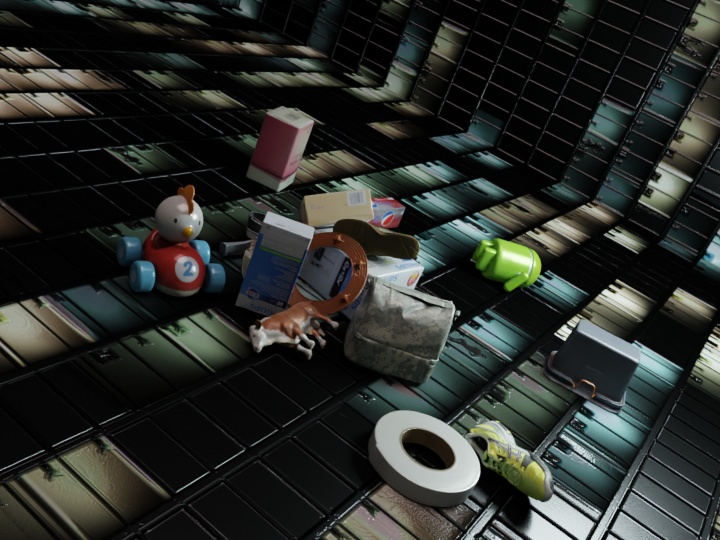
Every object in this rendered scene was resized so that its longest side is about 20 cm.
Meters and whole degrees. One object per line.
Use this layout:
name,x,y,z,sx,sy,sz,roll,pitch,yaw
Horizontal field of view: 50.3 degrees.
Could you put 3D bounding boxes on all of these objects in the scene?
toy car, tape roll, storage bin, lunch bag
toy car,-0.361,-0.070,1.524,0.184,0.201,0.177,2,32,-36
tape roll,0.110,0.323,1.332,0.202,0.037,0.203,19,26,-9
storage bin,0.546,0.216,1.780,0.199,0.135,0.146,28,26,13
lunch bag,0.083,0.114,1.563,0.199,0.168,0.140,20,25,-5

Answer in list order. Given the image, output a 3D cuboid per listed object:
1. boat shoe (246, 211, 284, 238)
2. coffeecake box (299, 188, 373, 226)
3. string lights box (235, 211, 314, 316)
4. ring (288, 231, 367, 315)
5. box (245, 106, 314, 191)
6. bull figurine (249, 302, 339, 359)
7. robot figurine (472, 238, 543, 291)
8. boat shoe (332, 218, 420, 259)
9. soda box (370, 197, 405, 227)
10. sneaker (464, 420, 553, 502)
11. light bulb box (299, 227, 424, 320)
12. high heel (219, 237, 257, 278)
boat shoe,-0.184,-0.093,1.819,0.199,0.068,0.072,20,27,26
coffeecake box,-0.062,-0.139,1.821,0.153,0.074,0.200,-8,0,-8
string lights box,-0.174,-0.006,1.551,0.102,0.201,0.059,20,26,-7
ring,-0.082,0.004,1.652,0.200,0.201,0.019,37,-12,28
box,-0.227,-0.345,2.169,0.109,0.201,0.128,25,26,6
bull figurine,-0.131,0.117,1.507,0.121,0.065,0.200,33,29,12
robot figurine,0.419,-0.020,2.159,0.199,0.116,0.176,15,27,-16
boat shoe,0.037,-0.064,1.709,0.200,0.072,0.066,14,-3,10
soda box,0.035,-0.161,2.176,0.199,0.070,0.063,-8,39,-47
sneaker,0.264,0.350,1.377,0.076,0.076,0.200,-5,25,-32
light bulb box,0.000,0.000,1.769,0.200,0.125,0.198,39,30,29
high heel,-0.204,-0.018,1.703,0.142,0.072,0.200,-5,32,-43
